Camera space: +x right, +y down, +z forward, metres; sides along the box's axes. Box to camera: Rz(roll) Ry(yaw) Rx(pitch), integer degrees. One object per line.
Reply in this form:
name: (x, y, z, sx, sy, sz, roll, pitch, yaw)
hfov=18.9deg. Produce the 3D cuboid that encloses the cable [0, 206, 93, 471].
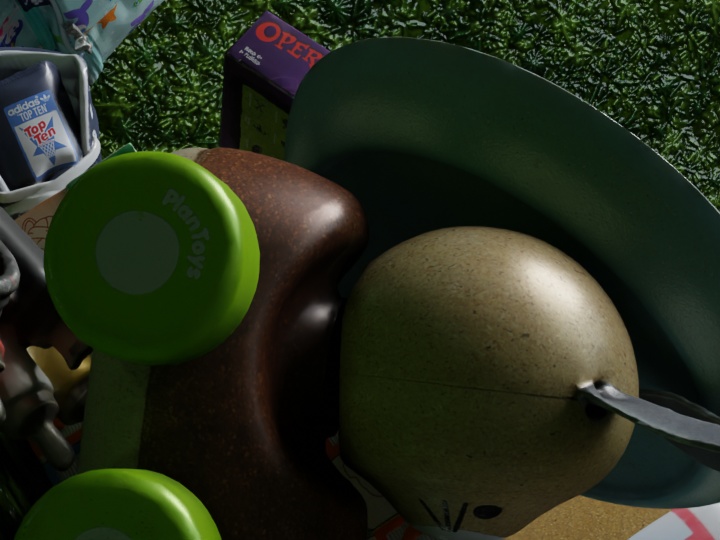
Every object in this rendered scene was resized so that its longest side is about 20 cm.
cable: (-0.151, -0.017, 0.697, 0.200, 0.050, 0.097, 43, 9, 28)

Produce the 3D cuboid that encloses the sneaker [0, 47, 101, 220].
sneaker: (-0.109, -0.010, 0.858, 0.200, 0.070, 0.109, 48, -25, 38)

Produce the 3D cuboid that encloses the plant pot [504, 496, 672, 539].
plant pot: (0.066, 0.174, 0.930, 0.187, 0.199, 0.186, 57, -3, 5)

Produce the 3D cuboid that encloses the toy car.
toy car: (0.022, 0.050, 0.614, 0.164, 0.198, 0.159, 35, 61, -80)

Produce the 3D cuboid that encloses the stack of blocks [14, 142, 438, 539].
stack of blocks: (-0.051, 0.056, 0.764, 0.201, 0.115, 0.059, 56, -2, 22)

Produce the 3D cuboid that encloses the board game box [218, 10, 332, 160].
board game box: (0.000, 0.000, 0.798, 0.120, 0.032, 0.201, 38, -26, 14)

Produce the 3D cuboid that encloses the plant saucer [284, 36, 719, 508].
plant saucer: (0.050, 0.011, 0.692, 0.199, 0.027, 0.201, 32, -28, 19)

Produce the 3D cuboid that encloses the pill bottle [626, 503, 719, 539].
pill bottle: (0.076, 0.177, 0.787, 0.109, 0.199, 0.109, 56, -2, 3)

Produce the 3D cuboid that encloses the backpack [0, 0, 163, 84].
backpack: (-0.175, -0.172, 1.012, 0.177, 0.151, 0.200, 39, 0, 16)
